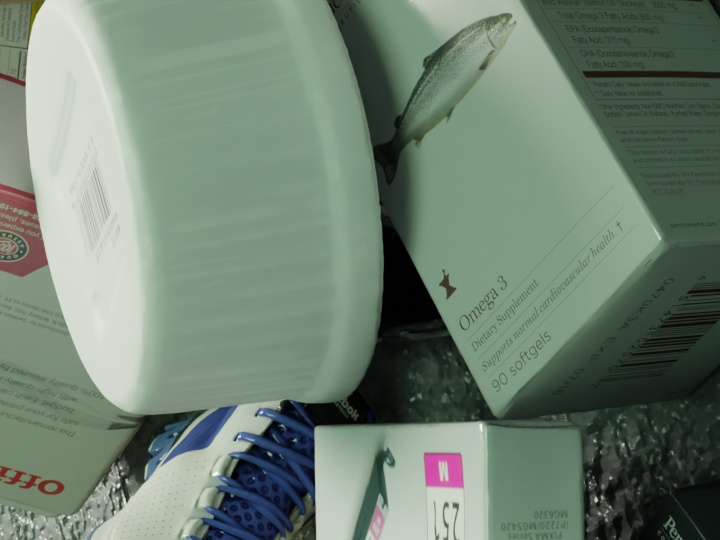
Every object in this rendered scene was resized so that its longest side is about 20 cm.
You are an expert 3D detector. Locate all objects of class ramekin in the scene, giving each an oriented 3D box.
[{"bbox_3d":[-0.072,-0.036,1.066,0.200,0.097,0.202,170,90,-70],"label":"ramekin"}]

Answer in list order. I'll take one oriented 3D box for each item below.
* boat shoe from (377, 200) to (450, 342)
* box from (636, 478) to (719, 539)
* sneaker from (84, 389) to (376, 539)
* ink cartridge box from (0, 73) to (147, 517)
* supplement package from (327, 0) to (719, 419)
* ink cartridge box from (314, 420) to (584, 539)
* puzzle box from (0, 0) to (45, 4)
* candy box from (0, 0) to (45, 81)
[{"bbox_3d":[0.000,0.003,1.144,0.199,0.068,0.074,13,99,45],"label":"boat shoe"},{"bbox_3d":[0.165,0.194,0.957,0.200,0.079,0.141,55,134,31],"label":"box"},{"bbox_3d":[-0.051,0.095,1.141,0.081,0.200,0.115,41,116,-13],"label":"sneaker"},{"bbox_3d":[-0.163,0.016,1.235,0.200,0.146,0.083,-53,29,37],"label":"ink cartridge box"},{"bbox_3d":[0.080,-0.058,1.025,0.117,0.117,0.201,-50,57,38],"label":"supplement package"},{"bbox_3d":[0.032,0.147,1.000,0.200,0.043,0.175,169,101,-70],"label":"ink cartridge box"},{"bbox_3d":[-0.138,-0.232,1.243,0.025,0.132,0.201,145,119,-73],"label":"puzzle box"},{"bbox_3d":[-0.151,-0.142,1.256,0.026,0.102,0.201,152,124,-77],"label":"candy box"}]
